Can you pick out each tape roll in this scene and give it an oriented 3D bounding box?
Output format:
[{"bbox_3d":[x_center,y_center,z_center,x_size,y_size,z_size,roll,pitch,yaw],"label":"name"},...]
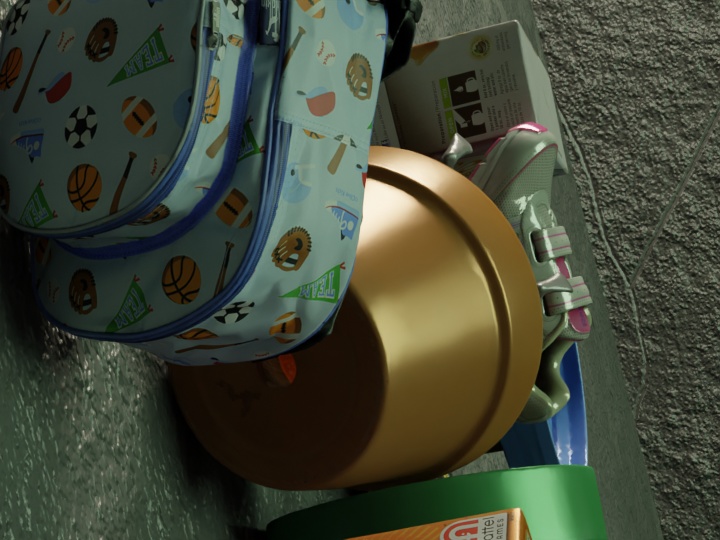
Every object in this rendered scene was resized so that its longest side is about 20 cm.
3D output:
[{"bbox_3d":[0.045,0.158,1.409,0.200,0.200,0.048,32,46,-74],"label":"tape roll"}]

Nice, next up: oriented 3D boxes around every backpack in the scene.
[{"bbox_3d":[-0.079,-0.053,1.104,0.154,0.200,0.191,8,75,-45],"label":"backpack"}]

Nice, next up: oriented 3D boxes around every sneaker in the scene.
[{"bbox_3d":[0.108,0.007,1.485,0.081,0.088,0.200,-21,121,-57],"label":"sneaker"}]

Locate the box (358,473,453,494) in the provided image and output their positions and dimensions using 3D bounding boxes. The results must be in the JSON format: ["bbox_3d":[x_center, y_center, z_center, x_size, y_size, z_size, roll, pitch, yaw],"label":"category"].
[{"bbox_3d":[0.050,0.234,1.720,0.199,0.050,0.200,-66,142,-72],"label":"box"}]

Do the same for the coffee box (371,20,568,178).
[{"bbox_3d":[0.026,-0.090,1.568,0.114,0.200,0.080,46,33,-69],"label":"coffee box"}]

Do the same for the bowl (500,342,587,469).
[{"bbox_3d":[0.120,0.062,1.644,0.201,0.039,0.201,-10,90,-77],"label":"bowl"}]

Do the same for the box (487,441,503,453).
[{"bbox_3d":[0.026,0.046,1.617,0.200,0.122,0.106,58,25,-58],"label":"box"}]

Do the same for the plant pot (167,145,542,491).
[{"bbox_3d":[-0.015,0.039,1.320,0.140,0.200,0.200,-24,102,-62],"label":"plant pot"}]

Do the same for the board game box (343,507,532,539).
[{"bbox_3d":[0.003,0.264,1.107,0.200,0.199,0.200,-80,156,-61],"label":"board game box"}]

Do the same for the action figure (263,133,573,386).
[{"bbox_3d":[0.000,0.000,1.434,0.200,0.193,0.105,52,12,-3],"label":"action figure"}]
